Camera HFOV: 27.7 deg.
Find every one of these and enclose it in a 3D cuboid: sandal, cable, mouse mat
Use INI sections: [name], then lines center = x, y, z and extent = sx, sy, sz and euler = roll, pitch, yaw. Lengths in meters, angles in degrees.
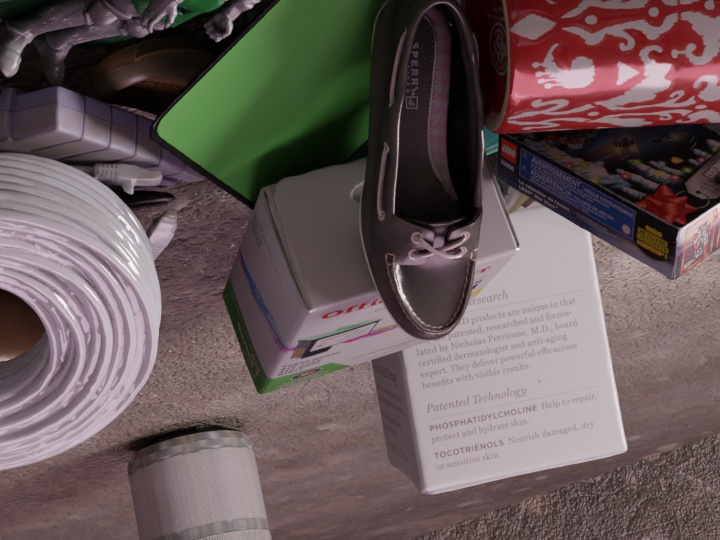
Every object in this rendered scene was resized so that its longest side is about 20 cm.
[sandal]
center = -0.073, -0.096, 0.867
extent = 0.080, 0.054, 0.199
euler = -27, 163, 39
[cable]
center = -0.208, 0.028, 0.805
extent = 0.199, 0.069, 0.201
euler = 7, 123, -21
[mouse mat]
center = -0.027, -0.105, 0.840
extent = 0.161, 0.008, 0.200
euler = -44, 157, 4

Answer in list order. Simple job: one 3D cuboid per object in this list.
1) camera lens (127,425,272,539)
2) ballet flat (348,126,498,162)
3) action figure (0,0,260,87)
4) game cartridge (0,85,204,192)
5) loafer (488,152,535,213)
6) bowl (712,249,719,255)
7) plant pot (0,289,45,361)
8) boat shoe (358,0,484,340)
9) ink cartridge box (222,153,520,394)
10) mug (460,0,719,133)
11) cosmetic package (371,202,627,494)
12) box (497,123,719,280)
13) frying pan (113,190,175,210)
[camera lens]
center = -0.196, 0.302, 1.799
extent = 0.159, 0.201, 0.160
euler = -12, 163, -4
[ballet flat]
center = 0.052, -0.098, 0.972
extent = 0.199, 0.068, 0.070
euler = -25, -176, 34
[action figure]
center = -0.086, -0.141, 0.715
extent = 0.199, 0.055, 0.118
euler = -17, 175, 23
[game cartridge]
center = -0.205, -0.065, 0.847
extent = 0.199, 0.039, 0.129
euler = -8, 162, 32
[loafer]
center = 0.132, -0.094, 1.002
extent = 0.069, 0.076, 0.200
euler = -4, 161, -14
[bowl]
center = 0.282, -0.080, 1.114
extent = 0.199, 0.106, 0.201
euler = -13, 163, -4
[plant pot]
center = -0.278, 0.055, 1.000
extent = 0.200, 0.202, 0.198
euler = -28, 166, 40
[boat shoe]
center = 0.036, -0.056, 0.809
extent = 0.066, 0.202, 0.057
euler = -5, -171, -15
[ink cartridge box]
center = 0.000, 0.000, 0.946
extent = 0.144, 0.084, 0.200
euler = -16, 166, -17
[mug]
center = 0.161, -0.131, 0.821
extent = 0.198, 0.134, 0.178
euler = -7, 161, -9
[cosmetic package]
center = 0.096, 0.053, 1.164
extent = 0.165, 0.202, 0.167
euler = -11, -178, -8
[box]
center = 0.199, -0.082, 0.877
extent = 0.199, 0.137, 0.040
euler = -32, 138, -30
[frying pan]
center = -0.213, -0.029, 0.885
extent = 0.189, 0.031, 0.115
euler = 5, 169, -13
